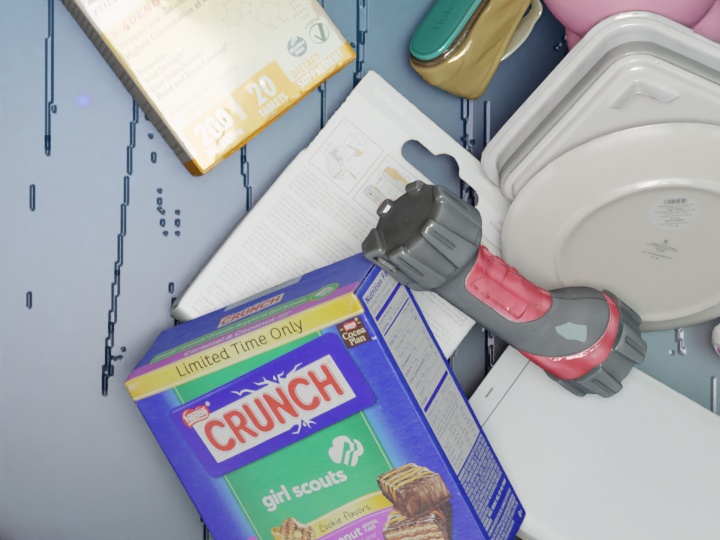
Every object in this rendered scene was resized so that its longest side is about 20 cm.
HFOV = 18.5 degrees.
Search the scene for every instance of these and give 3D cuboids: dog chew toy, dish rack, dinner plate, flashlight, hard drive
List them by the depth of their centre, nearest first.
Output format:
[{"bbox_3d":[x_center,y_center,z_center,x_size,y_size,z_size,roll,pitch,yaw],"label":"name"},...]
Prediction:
[{"bbox_3d":[0.094,0.010,1.342,0.200,0.068,0.068,36,68,-39],"label":"flashlight"},{"bbox_3d":[0.194,-0.067,1.383,0.199,0.172,0.044,20,44,-25],"label":"dish rack"},{"bbox_3d":[0.188,-0.017,1.391,0.199,0.201,0.024,3,48,-9],"label":"dinner plate"},{"bbox_3d":[0.179,-0.165,1.394,0.124,0.125,0.200,-29,136,-7],"label":"dog chew toy"},{"bbox_3d":[0.156,0.126,1.398,0.199,0.027,0.132,30,72,25],"label":"hard drive"}]

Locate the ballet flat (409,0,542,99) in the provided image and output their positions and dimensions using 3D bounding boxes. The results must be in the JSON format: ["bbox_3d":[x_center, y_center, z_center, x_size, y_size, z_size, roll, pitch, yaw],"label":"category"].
[{"bbox_3d":[0.103,-0.200,1.436,0.063,0.069,0.200,35,89,-36],"label":"ballet flat"}]

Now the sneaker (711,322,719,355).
[{"bbox_3d":[0.327,0.024,1.474,0.199,0.075,0.100,-5,74,-9],"label":"sneaker"}]

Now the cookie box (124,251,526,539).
[{"bbox_3d":[-0.020,0.109,1.357,0.170,0.075,0.201,-22,106,24],"label":"cookie box"}]

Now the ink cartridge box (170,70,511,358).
[{"bbox_3d":[0.000,0.000,1.430,0.162,0.057,0.200,40,77,-8],"label":"ink cartridge box"}]

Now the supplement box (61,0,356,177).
[{"bbox_3d":[-0.113,-0.175,1.389,0.126,0.074,0.200,-38,96,-6],"label":"supplement box"}]
